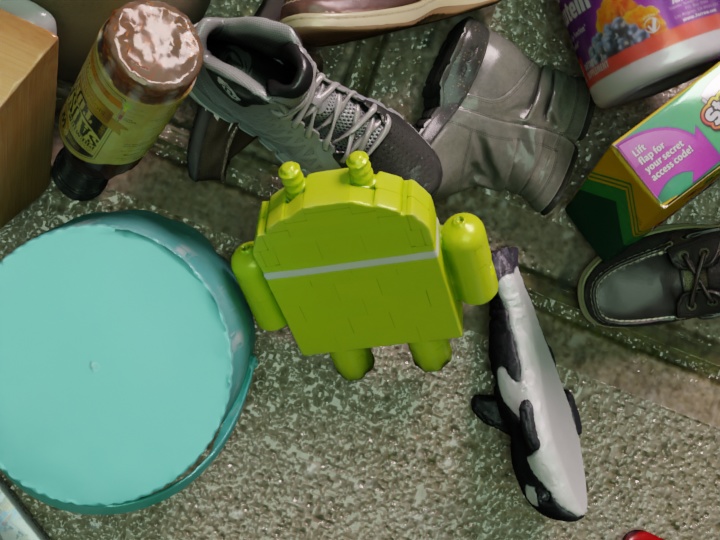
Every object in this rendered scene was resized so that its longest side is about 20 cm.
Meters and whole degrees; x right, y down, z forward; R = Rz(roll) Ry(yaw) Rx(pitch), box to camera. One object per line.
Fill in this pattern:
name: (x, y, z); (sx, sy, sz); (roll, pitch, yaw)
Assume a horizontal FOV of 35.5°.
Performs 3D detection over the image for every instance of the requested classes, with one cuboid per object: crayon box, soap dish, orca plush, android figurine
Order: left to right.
soap dish: (-0.275, -0.112, 0.713); (0.155, 0.200, 0.082); (23, 64, -8)
android figurine: (0.000, 0.000, 0.766); (0.179, 0.042, 0.202); (-8, 136, 15)
orca plush: (0.106, 0.090, 0.834); (0.070, 0.105, 0.203); (-18, 100, 27)
crayon box: (0.246, -0.099, 0.774); (0.199, 0.173, 0.059); (-37, 83, -6)

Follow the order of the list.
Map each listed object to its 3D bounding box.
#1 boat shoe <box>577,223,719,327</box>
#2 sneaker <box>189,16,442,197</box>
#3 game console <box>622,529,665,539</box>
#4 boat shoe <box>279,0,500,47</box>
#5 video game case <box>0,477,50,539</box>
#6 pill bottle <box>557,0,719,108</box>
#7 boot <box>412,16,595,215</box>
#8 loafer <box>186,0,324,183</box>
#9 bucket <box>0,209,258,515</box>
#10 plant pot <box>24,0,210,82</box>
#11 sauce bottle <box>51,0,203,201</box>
boat shoe: (0.262, -0.002, 0.845); (0.196, 0.065, 0.075); (-16, 97, -4)
sneaker: (-0.027, -0.097, 0.711); (0.198, 0.115, 0.076); (27, 85, -10)
game console: (0.254, 0.335, 0.891); (0.197, 0.119, 0.174); (26, 122, -6)
boat shoe: (0.019, -0.201, 0.768); (0.198, 0.072, 0.073); (-22, 103, -36)
video game case: (-0.298, 0.226, 0.823); (0.142, 0.018, 0.201); (-37, 97, -3)
pill bottle: (0.184, -0.228, 0.793); (0.110, 0.111, 0.203); (-19, 87, -4)
boot: (0.090, -0.072, 0.824); (0.129, 0.068, 0.203); (26, 92, -12)
loafer: (-0.056, -0.144, 0.796); (0.070, 0.073, 0.202); (31, 90, -6)
bucket: (-0.171, 0.057, 0.767); (0.203, 0.135, 0.212); (0, 94, -4)
plant pot: (-0.184, -0.223, 0.715); (0.183, 0.200, 0.191); (-1, 95, -6)
sauce bottle: (-0.160, -0.099, 0.729); (0.065, 0.200, 0.067); (11, 65, -24)
